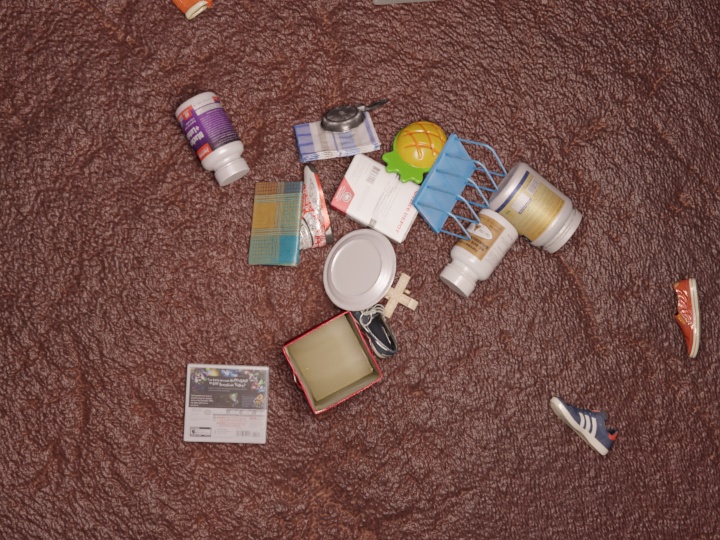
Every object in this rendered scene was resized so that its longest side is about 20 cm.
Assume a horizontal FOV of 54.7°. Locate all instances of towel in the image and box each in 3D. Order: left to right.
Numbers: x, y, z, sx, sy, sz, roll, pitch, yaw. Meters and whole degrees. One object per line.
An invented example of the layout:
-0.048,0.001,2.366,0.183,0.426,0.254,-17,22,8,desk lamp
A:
-0.202,-0.112,1.675,0.144,0.022,0.204,3,86,29,towel
-0.059,-0.326,1.688,0.196,0.024,0.148,-11,49,-5,towel

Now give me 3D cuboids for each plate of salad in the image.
0.000,0.000,1.669,0.197,0.048,0.204,-10,69,27,plate of salad

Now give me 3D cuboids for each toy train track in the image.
0.053,0.041,1.720,0.198,0.033,0.116,28,86,-2,toy train track

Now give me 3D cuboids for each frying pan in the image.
-0.008,-0.380,1.696,0.187,0.116,0.031,-17,129,-4,frying pan

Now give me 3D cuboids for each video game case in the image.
-0.322,0.321,1.681,0.196,0.023,0.185,3,88,-4,video game case

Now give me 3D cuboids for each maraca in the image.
0.137,-0.287,1.690,0.136,0.108,0.200,33,59,13,maraca

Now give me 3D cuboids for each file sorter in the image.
0.242,-0.195,1.663,0.122,0.139,0.202,22,76,39,file sorter

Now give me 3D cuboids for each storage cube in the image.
-0.067,0.208,1.629,0.198,0.180,0.173,-28,90,-6,storage cube

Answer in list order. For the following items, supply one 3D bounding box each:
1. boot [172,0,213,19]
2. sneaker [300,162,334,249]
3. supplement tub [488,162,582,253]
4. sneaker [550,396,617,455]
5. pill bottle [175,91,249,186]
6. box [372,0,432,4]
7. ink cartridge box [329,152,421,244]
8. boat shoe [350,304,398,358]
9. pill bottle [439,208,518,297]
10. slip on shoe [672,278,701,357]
-0.371,-0.701,1.697,0.199,0.075,0.108,-36,94,3,boot
-0.138,-0.152,1.693,0.106,0.067,0.205,-15,92,-8,sneaker
0.426,-0.151,1.705,0.199,0.144,0.145,38,85,-2,supplement tub
0.559,0.365,1.734,0.200,0.075,0.085,43,86,-12,sneaker
-0.347,-0.309,1.658,0.110,0.111,0.202,-29,90,-5,pill bottle
0.123,-0.769,1.675,0.196,0.199,0.175,-5,88,-5,box
0.043,-0.173,1.702,0.198,0.083,0.148,29,86,-3,ink cartridge box
0.026,0.119,1.686,0.074,0.062,0.202,-25,85,-31,boat shoe
0.285,-0.040,1.703,0.114,0.114,0.201,38,85,-3,pill bottle
0.833,0.122,1.777,0.060,0.074,0.204,-5,95,29,slip on shoe
